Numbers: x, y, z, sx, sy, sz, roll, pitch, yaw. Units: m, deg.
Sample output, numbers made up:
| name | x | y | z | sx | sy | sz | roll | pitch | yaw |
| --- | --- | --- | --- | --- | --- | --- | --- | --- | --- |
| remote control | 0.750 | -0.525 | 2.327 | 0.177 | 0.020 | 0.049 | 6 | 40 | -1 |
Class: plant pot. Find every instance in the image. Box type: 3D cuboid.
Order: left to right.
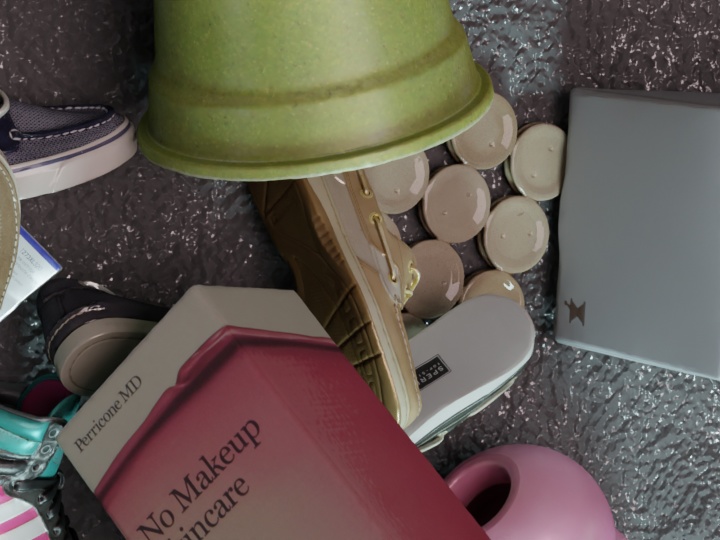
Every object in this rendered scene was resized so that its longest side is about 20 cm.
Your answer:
| name | x | y | z | sx | sy | sz | roll | pitch | yaw |
| --- | --- | --- | --- | --- | --- | --- | --- | --- | --- |
| plant pot | -0.037 | -0.170 | 1.270 | 0.200 | 0.200 | 0.184 | -20 | 115 | -26 |

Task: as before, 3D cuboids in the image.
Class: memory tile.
| name | x | y | z | sx | sy | sz | roll | pitch | yaw |
| --- | --- | --- | --- | --- | --- | --- | --- | --- | --- |
| memory tile | 0.048 | -0.018 | 1.459 | 0.153 | 0.017 | 0.200 | 24 | 84 | -30 |

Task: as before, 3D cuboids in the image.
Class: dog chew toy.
| name | x | y | z | sx | sy | sz | roll | pitch | yaw |
| --- | --- | --- | --- | --- | --- | --- | --- | --- | --- |
| dog chew toy | 0.124 | 0.199 | 1.475 | 0.125 | 0.125 | 0.200 | -52 | 125 | -14 |

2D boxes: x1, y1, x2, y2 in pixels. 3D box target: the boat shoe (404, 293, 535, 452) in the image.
| name | x | y | z | sx | sy | sz | roll | pitch | yaw |
| --- | --- | --- | --- | --- | --- | --- | --- | --- | --- |
| boat shoe | 0.017 | 0.086 | 1.406 | 0.200 | 0.064 | 0.071 | -26 | 67 | -11 |

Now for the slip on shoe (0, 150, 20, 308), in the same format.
| name | x | y | z | sx | sy | sz | roll | pitch | yaw |
| --- | --- | --- | --- | --- | --- | --- | --- | --- | --- |
| slip on shoe | -0.222 | 0.026 | 1.194 | 0.076 | 0.061 | 0.200 | 16 | 110 | -23 |

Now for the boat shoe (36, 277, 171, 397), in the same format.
| name | x | y | z | sx | sy | sz | roll | pitch | yaw |
| --- | --- | --- | --- | --- | --- | --- | --- | --- | --- |
| boat shoe | -0.104 | 0.040 | 1.349 | 0.200 | 0.063 | 0.073 | 12 | 124 | -48 |

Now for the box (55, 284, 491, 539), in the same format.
| name | x | y | z | sx | sy | sz | roll | pitch | yaw |
| --- | --- | --- | --- | --- | --- | --- | --- | --- | --- |
| box | -0.044 | 0.122 | 1.249 | 0.128 | 0.200 | 0.109 | -47 | 157 | 19 |

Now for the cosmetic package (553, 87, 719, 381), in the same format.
| name | x | y | z | sx | sy | sz | roll | pitch | yaw |
| --- | --- | --- | --- | --- | --- | --- | --- | --- | --- |
| cosmetic package | 0.251 | -0.026 | 1.478 | 0.200 | 0.166 | 0.168 | -2 | 98 | -33 |

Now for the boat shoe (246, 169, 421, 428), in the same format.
| name | x | y | z | sx | sy | sz | roll | pitch | yaw |
| --- | --- | --- | --- | --- | --- | --- | --- | --- | --- |
| boat shoe | 0.000 | 0.000 | 1.372 | 0.069 | 0.074 | 0.200 | -12 | 76 | -35 |

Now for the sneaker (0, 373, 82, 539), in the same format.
| name | x | y | z | sx | sy | sz | roll | pitch | yaw |
| --- | --- | --- | --- | --- | --- | --- | --- | --- | --- |
| sneaker | -0.180 | 0.122 | 1.315 | 0.200 | 0.084 | 0.121 | 34 | 89 | -27 |

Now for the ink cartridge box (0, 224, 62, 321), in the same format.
| name | x | y | z | sx | sy | sz | roll | pitch | yaw |
| --- | --- | --- | --- | --- | --- | --- | --- | --- | --- |
| ink cartridge box | -0.264 | 0.026 | 1.235 | 0.200 | 0.037 | 0.095 | -38 | 120 | 6 |

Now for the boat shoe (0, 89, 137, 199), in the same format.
| name | x | y | z | sx | sy | sz | roll | pitch | yaw |
| --- | --- | --- | --- | --- | --- | --- | --- | --- | --- |
| boat shoe | -0.218 | -0.085 | 1.266 | 0.200 | 0.075 | 0.093 | -15 | 111 | -26 |
